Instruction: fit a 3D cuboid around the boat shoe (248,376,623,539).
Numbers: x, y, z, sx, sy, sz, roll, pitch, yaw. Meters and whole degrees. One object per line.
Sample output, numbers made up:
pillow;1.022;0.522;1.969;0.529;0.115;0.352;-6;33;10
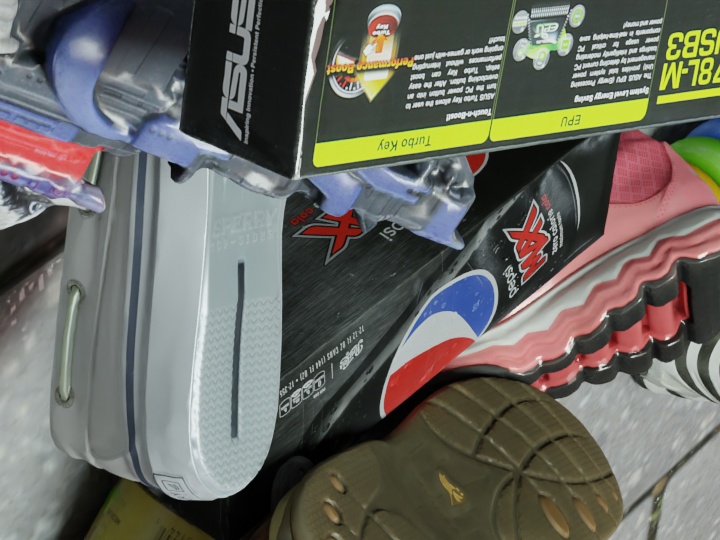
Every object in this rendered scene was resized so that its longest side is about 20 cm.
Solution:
boat shoe;0.018;0.087;0.899;0.068;0.072;0.200;-39;167;31

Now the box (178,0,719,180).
box;0.053;-0.127;0.640;0.200;0.048;0.193;-12;118;-43

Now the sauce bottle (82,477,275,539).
sauce bottle;-0.092;0.148;0.907;0.200;0.065;0.065;-58;154;4

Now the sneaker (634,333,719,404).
sneaker;0.181;0.047;1.197;0.076;0.115;0.200;-61;154;9

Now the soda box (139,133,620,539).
soda box;0.000;0.000;0.889;0.200;0.071;0.063;-38;149;-34

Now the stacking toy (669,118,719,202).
stacking toy;0.138;-0.020;1.104;0.200;0.085;0.085;-26;141;-36

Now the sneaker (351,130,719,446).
sneaker;0.043;0.013;0.984;0.200;0.087;0.074;-24;147;-9

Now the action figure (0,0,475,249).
action figure;-0.047;-0.085;0.680;0.200;0.105;0.194;29;101;-34

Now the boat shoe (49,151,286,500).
boat shoe;-0.057;-0.037;0.756;0.074;0.067;0.200;6;92;-63
